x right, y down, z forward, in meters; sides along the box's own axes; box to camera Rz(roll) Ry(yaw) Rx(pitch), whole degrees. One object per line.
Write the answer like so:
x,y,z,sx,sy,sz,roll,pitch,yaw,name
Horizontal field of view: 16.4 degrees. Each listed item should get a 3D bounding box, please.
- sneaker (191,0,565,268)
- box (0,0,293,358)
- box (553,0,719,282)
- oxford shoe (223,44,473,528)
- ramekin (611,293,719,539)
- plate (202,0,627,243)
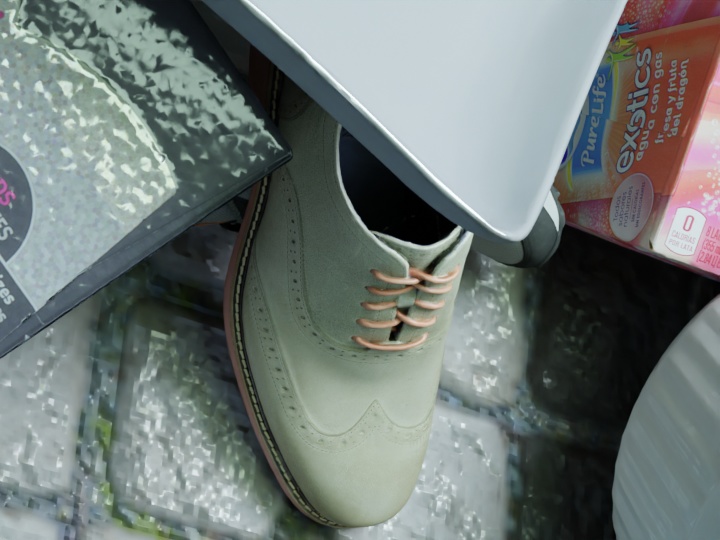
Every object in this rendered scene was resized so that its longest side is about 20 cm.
-0.020,-0.039,0.845,0.200,0.074,0.080,24,80,-27,sneaker
-0.133,-0.076,0.714,0.132,0.115,0.200,-35,95,-8,box
0.173,-0.032,0.933,0.199,0.103,0.095,18,92,-28,box
0.000,0.000,0.786,0.071,0.074,0.201,-13,115,-20,oxford shoe
0.182,0.081,0.862,0.200,0.201,0.105,18,20,-29,ramekin
-0.009,-0.121,0.710,0.199,0.032,0.200,41,40,-13,plate
